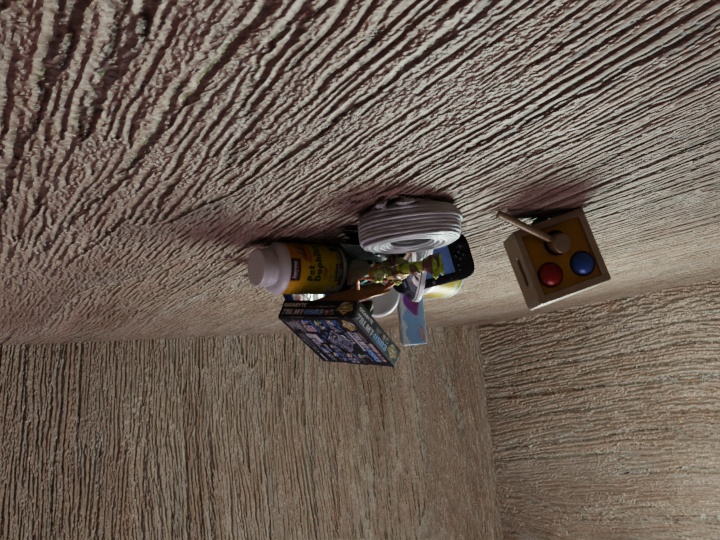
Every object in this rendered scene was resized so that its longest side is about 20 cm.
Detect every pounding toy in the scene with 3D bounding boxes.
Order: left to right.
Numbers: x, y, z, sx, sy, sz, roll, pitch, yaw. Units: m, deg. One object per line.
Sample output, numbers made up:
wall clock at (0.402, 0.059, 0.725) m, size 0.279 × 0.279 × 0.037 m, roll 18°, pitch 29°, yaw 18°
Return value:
pounding toy at (0.383, -0.040, 1.500) m, size 0.182 × 0.202 × 0.142 m, roll -19°, pitch 171°, yaw -4°

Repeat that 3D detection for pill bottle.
pill bottle at (-0.135, -0.004, 1.558) m, size 0.198 × 0.111 × 0.109 m, roll 1°, pitch 169°, yaw -36°
pill bottle at (0.039, 0.045, 1.840) m, size 0.114 × 0.117 × 0.200 m, roll -5°, pitch -173°, yaw 1°
pill bottle at (0.161, 0.007, 1.787) m, size 0.110 × 0.112 × 0.199 m, roll -11°, pitch 169°, yaw 33°

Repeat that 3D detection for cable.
cable at (0.094, -0.078, 1.367) m, size 0.198 × 0.070 × 0.200 m, roll -1°, pitch 170°, yaw -24°

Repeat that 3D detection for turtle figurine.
turtle figurine at (0.082, -0.002, 1.463) m, size 0.160 × 0.065 × 0.200 m, roll -9°, pitch 174°, yaw 20°

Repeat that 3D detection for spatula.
spatula at (0.119, 0.037, 1.839) m, size 0.021 × 0.201 × 0.056 m, roll -39°, pitch 118°, yaw 20°

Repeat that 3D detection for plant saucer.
plant saucer at (-0.031, 0.062, 1.642) m, size 0.198 × 0.033 × 0.200 m, roll -16°, pitch 177°, yaw -1°

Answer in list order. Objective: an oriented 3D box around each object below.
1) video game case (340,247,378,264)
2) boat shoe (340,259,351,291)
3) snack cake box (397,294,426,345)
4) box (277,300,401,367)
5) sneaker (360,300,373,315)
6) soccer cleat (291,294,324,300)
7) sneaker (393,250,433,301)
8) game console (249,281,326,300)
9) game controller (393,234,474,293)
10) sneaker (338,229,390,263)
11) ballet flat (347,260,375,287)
video game case at (-0.027, -0.029, 1.742) m, size 0.198 × 0.022 × 0.182 m, roll -7°, pitch 170°, yaw 7°
boat shoe at (-0.041, 0.020, 1.714) m, size 0.069 × 0.057 × 0.200 m, roll -48°, pitch -176°, yaw -10°
snack cake box at (0.133, 0.094, 1.972) m, size 0.066 × 0.202 × 0.115 m, roll -5°, pitch 180°, yaw 0°
box at (-0.043, 0.134, 1.559) m, size 0.197 × 0.050 × 0.200 m, roll -2°, pitch 144°, yaw 34°
sneaker at (-0.012, 0.113, 1.630) m, size 0.073 × 0.080 × 0.200 m, roll -13°, pitch 175°, yaw -16°
soccer cleat at (-0.142, 0.035, 1.731) m, size 0.069 × 0.078 × 0.200 m, roll 15°, pitch 160°, yaw 31°
sneaker at (0.106, -0.015, 1.582) m, size 0.078 × 0.079 × 0.201 m, roll 3°, pitch 133°, yaw -5°
game console at (-0.166, 0.065, 1.931) m, size 0.170 × 0.120 × 0.199 m, roll -14°, pitch 167°, yaw 41°
game controller at (0.155, -0.015, 1.650) m, size 0.198 × 0.105 × 0.042 m, roll -15°, pitch -179°, yaw 22°
sneaker at (0.015, -0.050, 1.544) m, size 0.103 × 0.061 × 0.200 m, roll 0°, pitch 172°, yaw 5°
ballet flat at (0.000, 0.000, 1.619) m, size 0.067 × 0.063 × 0.200 m, roll -26°, pitch 177°, yaw 8°
